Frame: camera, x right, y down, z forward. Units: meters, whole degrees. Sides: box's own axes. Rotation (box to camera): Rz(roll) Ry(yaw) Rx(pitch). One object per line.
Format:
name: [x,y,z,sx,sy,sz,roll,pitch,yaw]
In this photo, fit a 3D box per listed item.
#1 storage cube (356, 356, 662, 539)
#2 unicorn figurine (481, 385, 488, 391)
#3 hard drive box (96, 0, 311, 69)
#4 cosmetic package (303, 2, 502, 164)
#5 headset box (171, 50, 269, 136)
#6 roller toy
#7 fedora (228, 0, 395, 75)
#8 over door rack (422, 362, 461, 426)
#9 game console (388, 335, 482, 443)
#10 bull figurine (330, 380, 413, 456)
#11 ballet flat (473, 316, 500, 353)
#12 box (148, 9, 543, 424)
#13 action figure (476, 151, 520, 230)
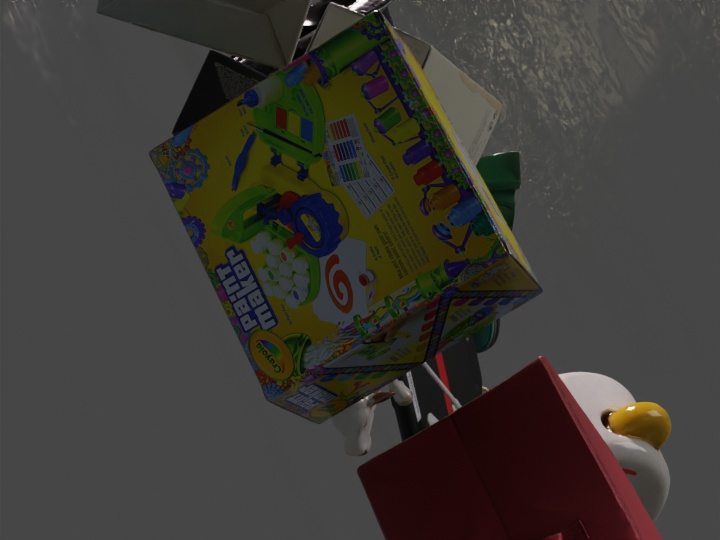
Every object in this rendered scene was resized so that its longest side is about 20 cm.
storage cube: [0.127,0.209,1.356,0.200,0.170,0.181,50,11,-50]
unicorn figurine: [0.045,0.048,1.779,0.199,0.073,0.139,6,81,-58]
hard drive box: [-0.121,-0.240,1.455,0.154,0.078,0.200,16,20,-9]
cosmetic package: [0.035,-0.146,1.517,0.103,0.074,0.200,26,0,21]
headset box: [-0.049,-0.102,1.469,0.148,0.078,0.200,27,3,8]
roller toy: [0.230,0.214,1.940,0.140,0.198,0.184,-112,-172,-46]
fedora: [-0.033,-0.180,1.638,0.092,0.199,0.201,59,8,-15]
over door rack: [0.069,0.013,1.472,0.201,0.066,0.149,63,31,-46]
game console: [0.054,0.068,1.562,0.177,0.031,0.202,-53,134,-56]
bull figurine: [-0.016,0.054,1.396,0.201,0.065,0.122,66,6,26]
ballet flat: [0.074,-0.021,1.668,0.201,0.073,0.073,60,7,-16]
box: [-0.010,-0.034,1.274,0.201,0.191,0.122,63,9,18]
action figure: [0.046,-0.063,1.715,0.055,0.197,0.119,-107,-164,-52]
